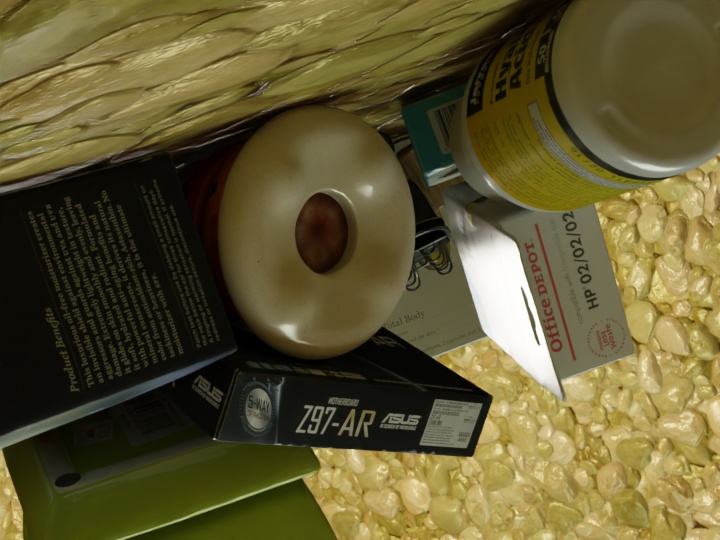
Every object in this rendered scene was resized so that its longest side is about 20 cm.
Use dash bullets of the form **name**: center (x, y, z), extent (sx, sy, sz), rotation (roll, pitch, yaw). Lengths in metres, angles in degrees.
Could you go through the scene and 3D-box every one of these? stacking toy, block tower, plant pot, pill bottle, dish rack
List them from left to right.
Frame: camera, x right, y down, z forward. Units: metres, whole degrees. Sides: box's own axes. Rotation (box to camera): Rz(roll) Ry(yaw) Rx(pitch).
- **plant pot**: center (-0.119, 0.167, 0.935), extent (0.199, 0.182, 0.200), rotation (-17, -157, -16)
- **stacking toy**: center (-0.078, -0.024, 0.902), extent (0.146, 0.146, 0.200), rotation (-20, -165, -41)
- **dish rack**: center (0.000, 0.000, 1.087), extent (0.153, 0.055, 0.200), rotation (-25, 164, 7)
- **block tower**: center (0.044, -0.072, 1.240), extent (0.054, 0.058, 0.200), rotation (-31, -173, 23)
- **pill bottle**: center (0.123, -0.093, 0.836), extent (0.111, 0.111, 0.200), rotation (-20, 180, -19)

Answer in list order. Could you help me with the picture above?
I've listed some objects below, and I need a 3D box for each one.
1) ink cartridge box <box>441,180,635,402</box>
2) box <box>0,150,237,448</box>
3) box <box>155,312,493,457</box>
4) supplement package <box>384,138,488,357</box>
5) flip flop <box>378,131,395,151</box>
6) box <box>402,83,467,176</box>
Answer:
- **ink cartridge box**: center (0.121, 0.002, 0.977), extent (0.068, 0.115, 0.200), rotation (-20, -166, -5)
- **box**: center (-0.212, 0.037, 0.782), extent (0.198, 0.123, 0.200), rotation (-19, 179, -43)
- **box**: center (-0.042, 0.059, 0.905), extent (0.200, 0.044, 0.160), rotation (10, -166, -39)
- **supplement package**: center (0.030, -0.011, 1.423), extent (0.152, 0.200, 0.151), rotation (-20, 179, -4)
- **flip flop**: center (-0.037, -0.068, 1.097), extent (0.081, 0.058, 0.200), rotation (-28, -169, 36)
- **box**: center (0.078, -0.101, 1.066), extent (0.082, 0.049, 0.200), rotation (-20, 180, 3)
